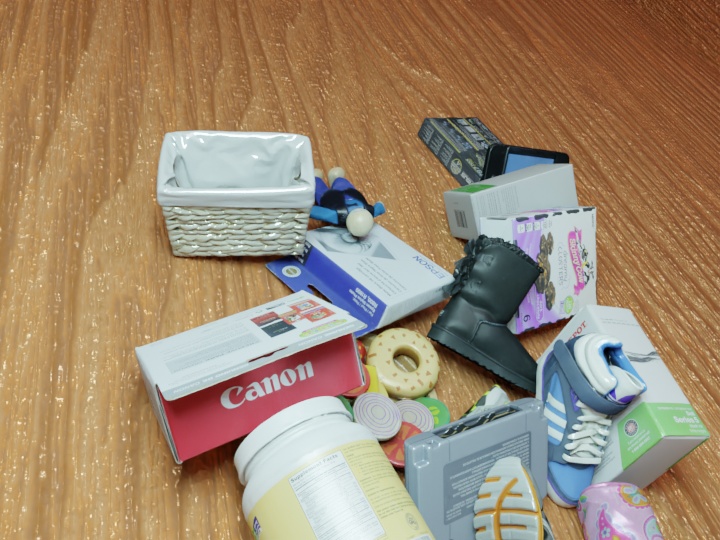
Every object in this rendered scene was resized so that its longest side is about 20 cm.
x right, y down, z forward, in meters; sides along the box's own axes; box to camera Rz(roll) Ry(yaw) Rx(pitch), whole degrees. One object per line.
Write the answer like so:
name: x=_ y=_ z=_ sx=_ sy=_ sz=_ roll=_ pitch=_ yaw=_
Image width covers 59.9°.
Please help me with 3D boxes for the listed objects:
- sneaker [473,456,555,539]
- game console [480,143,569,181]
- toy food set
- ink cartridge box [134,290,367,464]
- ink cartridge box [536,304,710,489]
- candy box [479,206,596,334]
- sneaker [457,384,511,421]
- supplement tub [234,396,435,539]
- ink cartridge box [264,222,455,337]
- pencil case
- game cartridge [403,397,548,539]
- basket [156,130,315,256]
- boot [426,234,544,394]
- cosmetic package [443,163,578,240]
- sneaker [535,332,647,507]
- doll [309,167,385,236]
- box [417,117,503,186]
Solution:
sneaker: x=0.174 y=0.293 z=0.640 sx=0.077 sy=0.078 sz=0.203 roll=1 pitch=77 yaw=-42
game console: x=0.333 y=-0.137 z=1.180 sx=0.198 sy=0.178 sz=0.116 roll=2 pitch=17 yaw=-26
toy food set: x=0.014 y=0.148 z=0.760 sx=0.198 sy=0.049 sz=0.199 roll=12 pitch=42 yaw=-17
ink cartridge box: x=-0.105 y=0.102 z=0.623 sx=0.198 sy=0.085 sz=0.175 roll=-19 pitch=16 yaw=-23
ink cartridge box: x=0.332 y=0.168 z=0.826 sx=0.083 sy=0.146 sz=0.201 roll=6 pitch=44 yaw=-22
candy box: x=0.280 y=-0.008 z=0.968 sx=0.198 sy=0.170 sz=0.071 roll=-11 pitch=10 yaw=-34
sneaker: x=0.135 y=0.212 z=0.736 sx=0.076 sy=0.076 sz=0.199 roll=46 pitch=48 yaw=15
supplement tub: x=-0.022 y=0.235 z=0.574 sx=0.144 sy=0.146 sz=0.201 roll=-11 pitch=51 yaw=-35
ink cartridge box: x=0.000 y=0.000 z=0.883 sx=0.199 sy=0.041 sz=0.199 roll=-20 pitch=44 yaw=-40
pencil case: x=0.299 y=0.336 z=0.682 sx=0.086 sy=0.088 sz=0.201 roll=13 pitch=41 yaw=-14
game cartridge: x=0.129 y=0.226 z=0.680 sx=0.198 sy=0.135 sz=0.040 roll=-7 pitch=7 yaw=-34
basket: x=-0.165 y=-0.101 z=0.848 sx=0.197 sy=0.124 sz=0.136 roll=-2 pitch=45 yaw=-9
boot: x=0.198 y=0.058 z=0.850 sx=0.197 sy=0.164 sz=0.073 roll=30 pitch=-5 yaw=-8
cosmetic package: x=0.256 y=-0.118 z=1.065 sx=0.198 sy=0.086 sz=0.107 roll=-19 pitch=14 yaw=-17
sneaker: x=0.275 y=0.175 z=0.744 sx=0.080 sy=0.146 sz=0.203 roll=11 pitch=68 yaw=-17
doll: x=-0.030 y=-0.102 z=0.960 sx=0.135 sy=0.049 sz=0.200 roll=-7 pitch=30 yaw=-20
box: x=0.235 y=-0.241 z=1.288 sx=0.160 sy=0.049 sz=0.201 roll=-10 pitch=52 yaw=-37
